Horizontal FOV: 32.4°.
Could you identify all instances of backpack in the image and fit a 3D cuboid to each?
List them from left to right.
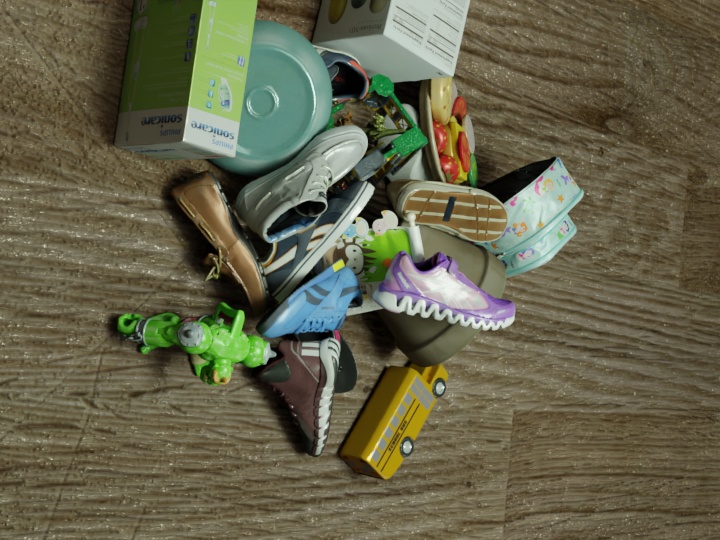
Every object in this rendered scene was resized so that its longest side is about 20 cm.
[{"bbox_3d":[0.244,-0.082,1.893,0.151,0.200,0.177,52,53,-2],"label":"backpack"}]

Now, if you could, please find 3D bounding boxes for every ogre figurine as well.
[{"bbox_3d":[-0.195,0.088,1.546,0.200,0.119,0.099,42,64,-37],"label":"ogre figurine"}]

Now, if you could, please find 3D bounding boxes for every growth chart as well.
[{"bbox_3d":[0.000,0.000,1.710,0.018,0.198,0.146,-62,134,-68],"label":"growth chart"}]

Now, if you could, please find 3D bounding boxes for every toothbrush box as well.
[{"bbox_3d":[-0.212,-0.241,1.495,0.086,0.145,0.202,14,81,-44],"label":"toothbrush box"}]

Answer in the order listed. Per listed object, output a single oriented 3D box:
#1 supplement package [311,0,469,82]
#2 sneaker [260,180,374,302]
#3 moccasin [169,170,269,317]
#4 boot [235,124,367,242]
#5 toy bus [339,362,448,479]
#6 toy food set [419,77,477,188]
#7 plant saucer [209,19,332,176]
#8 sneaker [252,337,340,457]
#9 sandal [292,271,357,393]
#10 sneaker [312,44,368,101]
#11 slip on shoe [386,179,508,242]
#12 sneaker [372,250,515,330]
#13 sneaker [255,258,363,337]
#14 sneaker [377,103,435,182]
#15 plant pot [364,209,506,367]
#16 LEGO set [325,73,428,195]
[{"bbox_3d":[0.052,-0.389,1.746,0.150,0.151,0.202,22,77,-43],"label":"supplement package"},{"bbox_3d":[-0.070,-0.056,1.647,0.079,0.078,0.200,42,93,-6],"label":"sneaker"},{"bbox_3d":[-0.179,-0.026,1.590,0.077,0.074,0.203,-29,114,-5],"label":"moccasin"},{"bbox_3d":[-0.058,-0.105,1.583,0.199,0.096,0.074,-35,133,-9],"label":"boot"},{"bbox_3d":[0.052,0.213,1.839,0.078,0.065,0.201,49,60,-33],"label":"toy bus"},{"bbox_3d":[0.133,-0.215,1.859,0.198,0.048,0.202,11,72,-73],"label":"toy food set"},{"bbox_3d":[-0.129,-0.217,1.583,0.198,0.036,0.202,-4,106,-13],"label":"plant saucer"},{"bbox_3d":[-0.093,0.167,1.695,0.076,0.114,0.202,-85,-177,-55],"label":"sneaker"},{"bbox_3d":[-0.063,0.089,1.711,0.075,0.045,0.201,-25,108,-2],"label":"sandal"},{"bbox_3d":[-0.077,-0.263,1.639,0.198,0.085,0.076,-1,120,-27],"label":"sneaker"},{"bbox_3d":[0.123,-0.089,1.755,0.198,0.061,0.077,6,110,-34],"label":"slip on shoe"},{"bbox_3d":[0.119,0.023,1.661,0.198,0.080,0.089,12,96,-12],"label":"sneaker"},{"bbox_3d":[-0.058,0.052,1.624,0.079,0.066,0.200,56,37,0],"label":"sneaker"},{"bbox_3d":[0.081,-0.156,1.857,0.088,0.075,0.202,-35,122,-52],"label":"sneaker"},{"bbox_3d":[0.083,0.010,1.790,0.173,0.199,0.201,40,64,-21],"label":"plant pot"},{"bbox_3d":[-0.011,-0.174,1.752,0.154,0.116,0.200,47,52,-2],"label":"LEGO set"}]
